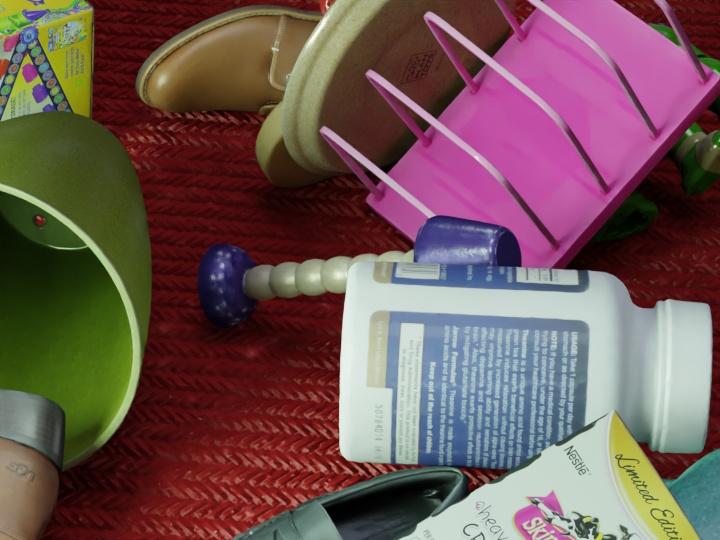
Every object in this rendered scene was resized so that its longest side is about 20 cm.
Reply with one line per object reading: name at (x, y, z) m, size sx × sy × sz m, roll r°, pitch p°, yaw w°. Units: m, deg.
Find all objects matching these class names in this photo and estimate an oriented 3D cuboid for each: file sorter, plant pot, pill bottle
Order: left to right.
plant pot at (-0.194, -0.009, 1.516) m, size 0.186 × 0.188 × 0.200 m, roll 10°, pitch 28°, yaw 5°
file sorter at (0.094, -0.102, 1.614) m, size 0.200 × 0.125 × 0.139 m, roll -48°, pitch 56°, yaw -3°
pill bottle at (0.089, 0.054, 1.446) m, size 0.198 × 0.112 × 0.111 m, roll 3°, pitch 40°, yaw 2°

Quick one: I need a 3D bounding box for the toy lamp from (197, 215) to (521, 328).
toy lamp at (0.000, 0.000, 1.540) m, size 0.199 × 0.058 × 0.058 m, roll -4°, pitch 32°, yaw 31°

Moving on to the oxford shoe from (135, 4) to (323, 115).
oxford shoe at (-0.049, -0.130, 1.747) m, size 0.199 × 0.072 × 0.071 m, roll -11°, pitch 48°, yaw -21°

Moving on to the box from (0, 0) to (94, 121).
box at (-0.303, -0.142, 1.684) m, size 0.192 × 0.123 × 0.200 m, roll -22°, pitch 48°, yaw -30°

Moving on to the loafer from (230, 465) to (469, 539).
loafer at (-0.029, 0.152, 1.405) m, size 0.200 × 0.071 × 0.068 m, roll -19°, pitch 53°, yaw -26°

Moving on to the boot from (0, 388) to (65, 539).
boot at (-0.256, 0.157, 1.387) m, size 0.187 × 0.069 × 0.201 m, roll 8°, pitch 58°, yaw -1°

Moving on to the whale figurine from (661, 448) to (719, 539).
whale figurine at (0.178, 0.156, 1.404) m, size 0.199 × 0.104 × 0.159 m, roll -11°, pitch 43°, yaw -17°

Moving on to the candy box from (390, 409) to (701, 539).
candy box at (0.081, 0.178, 1.339) m, size 0.199 × 0.061 × 0.137 m, roll -30°, pitch 46°, yaw -2°

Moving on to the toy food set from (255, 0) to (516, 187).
toy food set at (0.023, -0.141, 1.666) m, size 0.197 × 0.201 × 0.049 m, roll -28°, pitch 57°, yaw -30°

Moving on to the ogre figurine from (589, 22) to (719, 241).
ogre figurine at (0.170, -0.090, 1.710) m, size 0.200 × 0.098 × 0.120 m, roll -36°, pitch 63°, yaw 0°
